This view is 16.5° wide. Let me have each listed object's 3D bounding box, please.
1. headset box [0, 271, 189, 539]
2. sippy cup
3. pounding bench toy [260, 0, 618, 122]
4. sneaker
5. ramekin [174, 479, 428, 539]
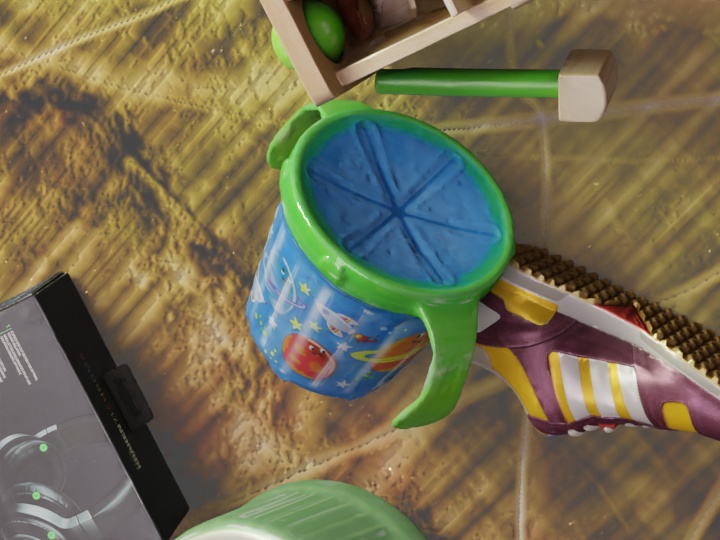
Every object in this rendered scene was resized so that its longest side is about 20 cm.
[{"bbox_3d":[-0.223,0.118,1.517,0.200,0.093,0.174,-27,95,9],"label":"headset box"},{"bbox_3d":[0.000,0.000,1.408,0.139,0.178,0.130,23,136,-10],"label":"sippy cup"},{"bbox_3d":[0.033,-0.147,1.361,0.156,0.124,0.200,-25,96,23],"label":"pounding bench toy"},{"bbox_3d":[0.146,0.064,1.413,0.200,0.075,0.090,30,110,18],"label":"sneaker"},{"bbox_3d":[-0.044,0.229,1.474,0.200,0.098,0.201,3,95,33],"label":"ramekin"}]
